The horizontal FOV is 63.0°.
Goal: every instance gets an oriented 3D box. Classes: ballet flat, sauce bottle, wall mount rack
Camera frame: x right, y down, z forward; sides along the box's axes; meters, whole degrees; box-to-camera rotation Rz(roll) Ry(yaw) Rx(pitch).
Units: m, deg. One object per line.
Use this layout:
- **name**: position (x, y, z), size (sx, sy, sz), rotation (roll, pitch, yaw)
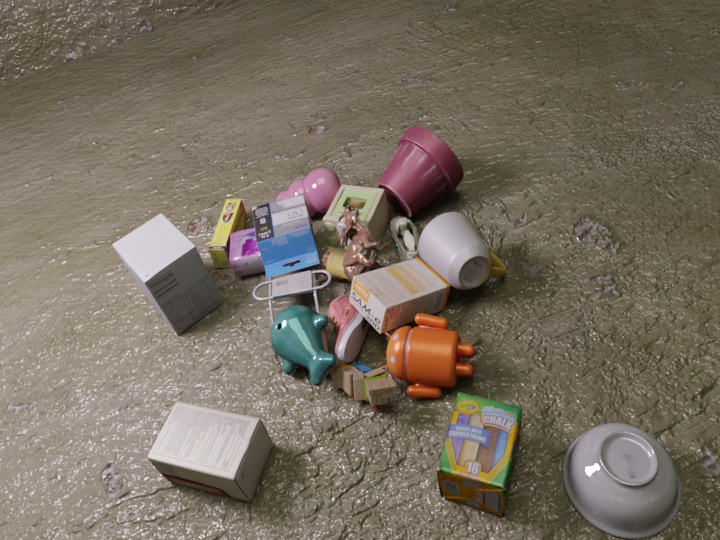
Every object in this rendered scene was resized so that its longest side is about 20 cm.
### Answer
- **ballet flat**: position (0.120, -0.088, 1.507), size (0.070, 0.073, 0.202), rotation (-15, 46, -1)
- **sauce bottle**: position (0.000, 0.000, 1.452), size (0.196, 0.067, 0.067), rotation (12, 51, 18)
- **wall mount rack**: position (-0.157, 0.077, 1.420), size (0.195, 0.075, 0.176), rotation (-12, 43, 2)

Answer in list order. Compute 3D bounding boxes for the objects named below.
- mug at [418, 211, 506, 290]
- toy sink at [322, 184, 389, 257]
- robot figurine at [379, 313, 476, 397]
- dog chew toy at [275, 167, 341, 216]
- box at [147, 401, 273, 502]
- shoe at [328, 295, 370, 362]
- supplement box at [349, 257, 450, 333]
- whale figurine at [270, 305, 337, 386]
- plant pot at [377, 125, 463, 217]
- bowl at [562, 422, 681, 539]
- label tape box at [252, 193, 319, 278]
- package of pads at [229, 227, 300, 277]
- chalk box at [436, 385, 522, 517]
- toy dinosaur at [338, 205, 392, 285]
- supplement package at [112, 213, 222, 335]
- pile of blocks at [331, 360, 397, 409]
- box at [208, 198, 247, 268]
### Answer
- **mug**: position (0.245, -0.040, 1.357), size (0.183, 0.152, 0.154), rotation (-17, 34, -10)
- **toy sink**: position (-0.018, -0.117, 1.532), size (0.128, 0.113, 0.202), rotation (9, 51, 21)
- **robot figurine**: position (0.139, 0.180, 1.222), size (0.195, 0.147, 0.117), rotation (5, 27, 17)
- **dog chew toy**: position (-0.148, -0.206, 1.645), size (0.196, 0.126, 0.126), rotation (-20, 46, 6)
- **box**: position (-0.293, 0.357, 1.164), size (0.196, 0.110, 0.129), rotation (7, 49, 18)
- **shoe**: position (-0.037, 0.129, 1.334), size (0.089, 0.073, 0.201), rotation (5, 37, 21)
- **supplement box**: position (0.089, 0.053, 1.334), size (0.197, 0.075, 0.126), rotation (-15, 42, -33)
- **whale figurine**: position (-0.128, 0.159, 1.282), size (0.160, 0.103, 0.200), rotation (-51, 43, 9)
- **plant pot**: position (0.147, -0.251, 1.576), size (0.179, 0.201, 0.199), rotation (-46, 53, -9)
- **bowl**: position (0.455, 0.343, 1.016), size (0.196, 0.091, 0.204), rotation (-7, 46, 7)
- **label tape box**: position (-0.189, -0.092, 1.480), size (0.141, 0.064, 0.202), rotation (-16, 48, -1)
- **package of pads**: position (-0.246, -0.060, 1.558), size (0.195, 0.077, 0.122), rotation (-13, 45, 1)
- **chalk box**: position (0.226, 0.314, 1.073), size (0.121, 0.126, 0.202), rotation (10, 52, 22)
- **toy dinosaur**: position (-0.010, -0.044, 1.399), size (0.133, 0.086, 0.203), rotation (9, 65, 22)
- **supplement package**: position (-0.476, 0.008, 1.464), size (0.146, 0.202, 0.190), rotation (-37, 51, -21)
- **pile of blocks**: position (0.007, 0.242, 1.227), size (0.081, 0.064, 0.198), rotation (-12, 17, -33)
- **box**: position (-0.365, -0.105, 1.630), size (0.049, 0.076, 0.203), rotation (-1, 47, 9)
